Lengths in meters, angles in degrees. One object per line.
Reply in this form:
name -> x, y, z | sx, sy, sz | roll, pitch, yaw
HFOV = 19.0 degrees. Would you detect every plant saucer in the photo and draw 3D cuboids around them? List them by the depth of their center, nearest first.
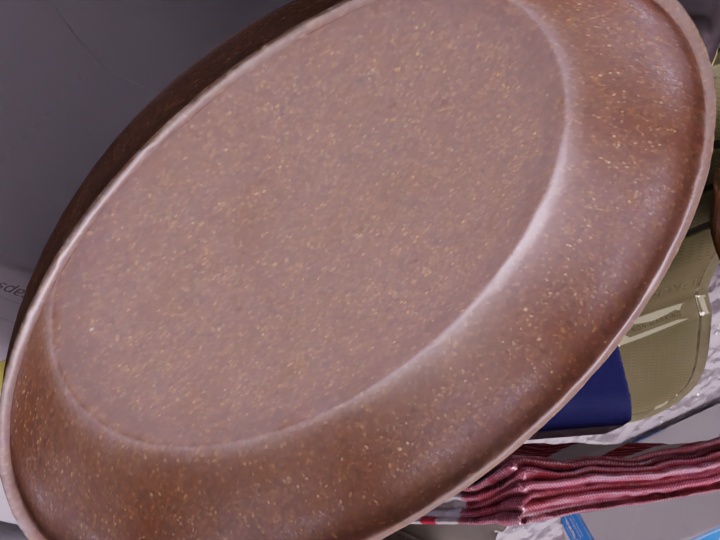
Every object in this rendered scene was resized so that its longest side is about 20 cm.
plant saucer -> -0.004, -0.002, 0.526 | 0.200, 0.037, 0.201 | -24, 142, -20

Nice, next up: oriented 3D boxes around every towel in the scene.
towel -> 0.053, 0.074, 0.799 | 0.144, 0.023, 0.200 | -4, 177, -35

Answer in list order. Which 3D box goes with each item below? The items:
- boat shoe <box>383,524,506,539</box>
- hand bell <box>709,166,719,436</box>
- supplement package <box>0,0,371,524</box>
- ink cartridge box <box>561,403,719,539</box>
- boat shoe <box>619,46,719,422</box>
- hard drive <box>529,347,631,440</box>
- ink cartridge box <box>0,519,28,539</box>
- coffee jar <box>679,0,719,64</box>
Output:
boat shoe -> -0.013, 0.107, 0.923 | 0.201, 0.072, 0.061 | 13, 82, -43
hand bell -> 0.171, 0.022, 0.854 | 0.104, 0.104, 0.200 | -31, 140, 1
supplement package -> -0.098, -0.024, 0.604 | 0.111, 0.156, 0.200 | -29, 151, 26
ink cartridge box -> 0.173, 0.162, 1.117 | 0.116, 0.067, 0.200 | -23, 141, -8
boat shoe -> 0.111, -0.024, 0.870 | 0.075, 0.068, 0.200 | -13, 140, -19
hard drive -> 0.000, 0.000, 0.780 | 0.199, 0.132, 0.025 | -2, 161, -31
ink cartridge box -> -0.182, 0.080, 0.689 | 0.084, 0.200, 0.146 | 9, 128, -40
coffee jar -> 0.049, -0.073, 0.675 | 0.085, 0.104, 0.200 | -50, 179, -2
